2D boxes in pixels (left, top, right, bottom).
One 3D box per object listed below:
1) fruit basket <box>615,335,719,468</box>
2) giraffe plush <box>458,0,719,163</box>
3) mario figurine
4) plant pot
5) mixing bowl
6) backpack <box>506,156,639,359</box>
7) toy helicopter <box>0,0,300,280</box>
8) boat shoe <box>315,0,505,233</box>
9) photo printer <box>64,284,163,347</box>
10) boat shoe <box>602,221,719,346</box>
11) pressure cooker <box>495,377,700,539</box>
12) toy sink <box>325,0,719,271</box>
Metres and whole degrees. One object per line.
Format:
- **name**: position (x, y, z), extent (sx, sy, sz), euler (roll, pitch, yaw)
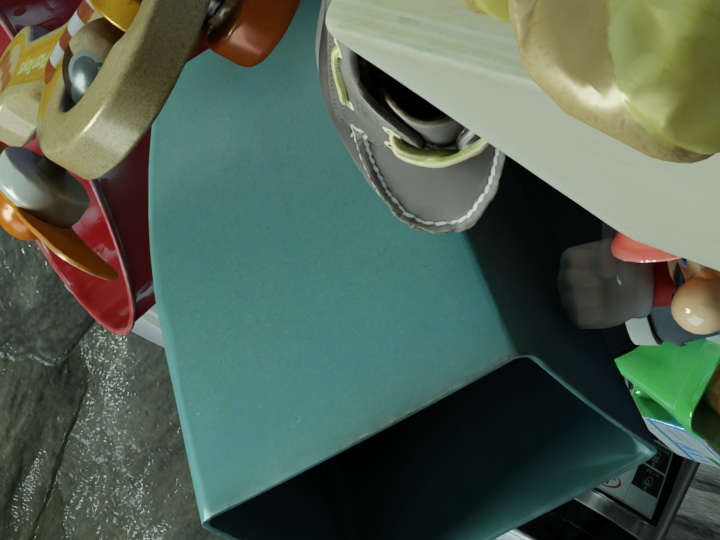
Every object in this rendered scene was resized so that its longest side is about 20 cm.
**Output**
- **fruit basket**: position (0.225, 0.076, 1.233), extent (0.199, 0.094, 0.185), euler (33, 177, 32)
- **giraffe plush**: position (0.123, -0.093, 0.399), extent (0.161, 0.174, 0.200), euler (20, 143, -34)
- **mario figurine**: position (0.152, 0.022, 0.947), extent (0.200, 0.123, 0.106), euler (46, -164, -32)
- **plant pot**: position (0.000, 0.000, 1.012), extent (0.141, 0.141, 0.201), euler (36, -150, -57)
- **mixing bowl**: position (-0.113, -0.082, 1.191), extent (0.201, 0.108, 0.201), euler (53, 161, 27)
- **backpack**: position (0.029, -0.022, 1.199), extent (0.163, 0.154, 0.200), euler (34, -176, -38)
- **toy helicopter**: position (-0.101, -0.063, 0.904), extent (0.078, 0.133, 0.200), euler (25, 169, -20)
- **boat shoe**: position (0.021, -0.071, 0.833), extent (0.071, 0.060, 0.201), euler (-5, 143, -1)
- **photo printer**: position (-0.207, 0.033, 2.600), extent (0.166, 0.070, 0.200), euler (31, 172, -28)
- **boat shoe**: position (0.135, -0.023, 1.047), extent (0.061, 0.073, 0.200), euler (3, 157, 13)
- **pressure cooker**: position (0.104, 0.092, 1.411), extent (0.175, 0.201, 0.179), euler (23, 171, 30)
- **toy sink**: position (0.106, -0.067, 0.660), extent (0.130, 0.113, 0.200), euler (31, 177, -29)
